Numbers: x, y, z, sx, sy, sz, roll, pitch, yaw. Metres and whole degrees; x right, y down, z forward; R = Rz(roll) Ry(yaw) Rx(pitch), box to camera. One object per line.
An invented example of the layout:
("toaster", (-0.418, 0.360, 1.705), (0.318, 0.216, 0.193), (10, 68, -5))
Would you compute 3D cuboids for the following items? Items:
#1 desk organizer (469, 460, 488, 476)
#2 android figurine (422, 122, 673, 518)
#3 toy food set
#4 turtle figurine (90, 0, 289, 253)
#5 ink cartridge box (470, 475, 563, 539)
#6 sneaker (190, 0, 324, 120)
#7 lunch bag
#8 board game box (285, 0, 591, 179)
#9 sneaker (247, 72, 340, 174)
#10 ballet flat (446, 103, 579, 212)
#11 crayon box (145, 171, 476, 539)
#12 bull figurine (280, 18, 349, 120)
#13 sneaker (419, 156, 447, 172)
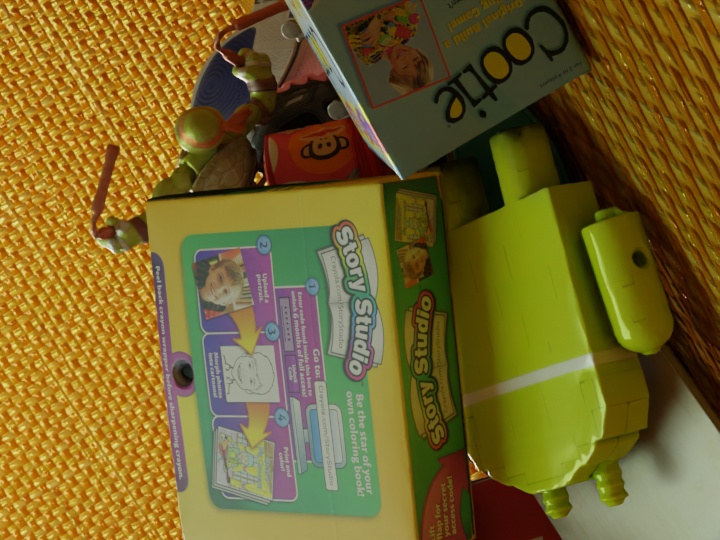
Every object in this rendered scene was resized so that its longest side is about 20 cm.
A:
("desk organizer", (0.130, 0.111, 1.343), (0.200, 0.077, 0.072), (42, -150, -41))
("android figurine", (0.090, 0.030, 1.050), (0.182, 0.041, 0.200), (-27, 77, 53))
("toy food set", (0.153, 0.087, 1.072), (0.200, 0.060, 0.144), (57, 139, 24))
("turtle figurine", (-0.086, -0.064, 1.253), (0.064, 0.200, 0.161), (29, 158, 17))
("ink cartridge box", (0.115, 0.211, 1.129), (0.176, 0.084, 0.200), (53, -156, -45))
("sneaker", (-0.034, -0.154, 1.431), (0.081, 0.199, 0.115), (6, 154, 39))
("lunch bag", (0.000, 0.000, 1.234), (0.200, 0.082, 0.176), (10, -113, -84))
("board game box", (0.006, -0.159, 0.930), (0.200, 0.105, 0.103), (60, 178, -14))
("sneaker", (0.013, -0.077, 1.369), (0.095, 0.200, 0.079), (49, 127, 45))
("ballet flat", (0.106, -0.032, 1.146), (0.200, 0.068, 0.072), (55, -164, -20))
("crayon box", (-0.029, 0.052, 1.107), (0.058, 0.173, 0.200), (-11, -83, -51))
("bull figurine", (-0.008, -0.176, 1.311), (0.200, 0.065, 0.121), (52, -146, -27))
("sneaker", (0.062, -0.060, 1.219), (0.200, 0.075, 0.087), (-93, -17, -61))
